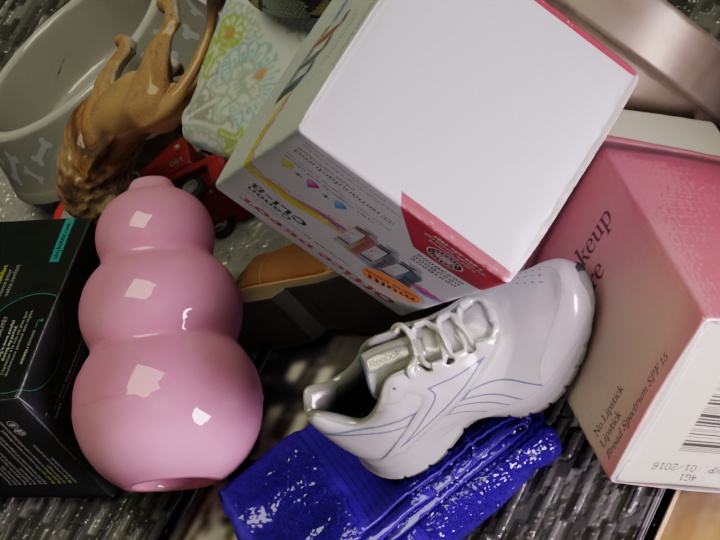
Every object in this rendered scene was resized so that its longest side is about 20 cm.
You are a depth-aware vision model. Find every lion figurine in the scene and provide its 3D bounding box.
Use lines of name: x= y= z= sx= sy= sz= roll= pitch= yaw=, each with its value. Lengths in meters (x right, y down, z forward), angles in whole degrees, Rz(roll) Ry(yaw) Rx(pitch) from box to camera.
lion figurine: x=-0.147 y=-0.110 z=1.738 sx=0.123 sy=0.072 sz=0.200 roll=-66 pitch=11 yaw=-25

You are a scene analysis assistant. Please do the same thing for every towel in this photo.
towel: x=-0.013 y=-0.150 z=1.634 sx=0.171 sy=0.048 sz=0.201 roll=22 pitch=92 yaw=39
towel: x=0.012 y=0.122 z=1.608 sx=0.200 sy=0.050 sz=0.148 roll=-38 pitch=45 yaw=-2

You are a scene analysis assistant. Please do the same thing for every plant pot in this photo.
plant pot: x=0.124 y=-0.107 z=1.650 sx=0.174 sy=0.200 sz=0.200 roll=-56 pitch=45 yaw=5

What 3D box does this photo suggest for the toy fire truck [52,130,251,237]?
toy fire truck: x=-0.135 y=-0.079 z=1.861 sx=0.199 sy=0.049 sz=0.141 roll=-26 pitch=45 yaw=12

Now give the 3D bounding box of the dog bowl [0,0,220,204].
dog bowl: x=-0.196 y=-0.141 z=1.901 sx=0.200 sy=0.059 sz=0.200 roll=-31 pitch=30 yaw=20

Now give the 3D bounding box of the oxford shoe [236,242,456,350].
oxford shoe: x=0.000 y=0.000 z=1.702 sx=0.199 sy=0.071 sz=0.072 roll=-5 pitch=48 yaw=29

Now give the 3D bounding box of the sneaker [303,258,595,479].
sneaker: x=0.052 y=0.056 z=1.509 sx=0.200 sy=0.087 sz=0.075 roll=-38 pitch=51 yaw=27

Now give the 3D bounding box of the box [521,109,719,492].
box: x=0.177 y=0.015 z=1.516 sx=0.128 sy=0.108 sz=0.200 roll=-64 pitch=34 yaw=32

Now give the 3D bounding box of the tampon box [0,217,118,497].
tampon box: x=-0.255 y=0.062 z=1.763 sx=0.199 sy=0.126 sz=0.150 roll=-2 pitch=53 yaw=31

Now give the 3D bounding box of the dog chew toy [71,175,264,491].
dog chew toy: x=-0.128 y=0.039 z=1.675 sx=0.124 sy=0.124 sz=0.201 roll=-11 pitch=78 yaw=24

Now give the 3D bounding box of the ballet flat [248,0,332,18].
ballet flat: x=-0.005 y=-0.187 z=1.562 sx=0.199 sy=0.071 sz=0.069 roll=8 pitch=81 yaw=38

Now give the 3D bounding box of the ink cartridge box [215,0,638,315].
ink cartridge box: x=0.032 y=-0.078 z=1.458 sx=0.145 sy=0.145 sz=0.200 roll=-57 pitch=10 yaw=-14
